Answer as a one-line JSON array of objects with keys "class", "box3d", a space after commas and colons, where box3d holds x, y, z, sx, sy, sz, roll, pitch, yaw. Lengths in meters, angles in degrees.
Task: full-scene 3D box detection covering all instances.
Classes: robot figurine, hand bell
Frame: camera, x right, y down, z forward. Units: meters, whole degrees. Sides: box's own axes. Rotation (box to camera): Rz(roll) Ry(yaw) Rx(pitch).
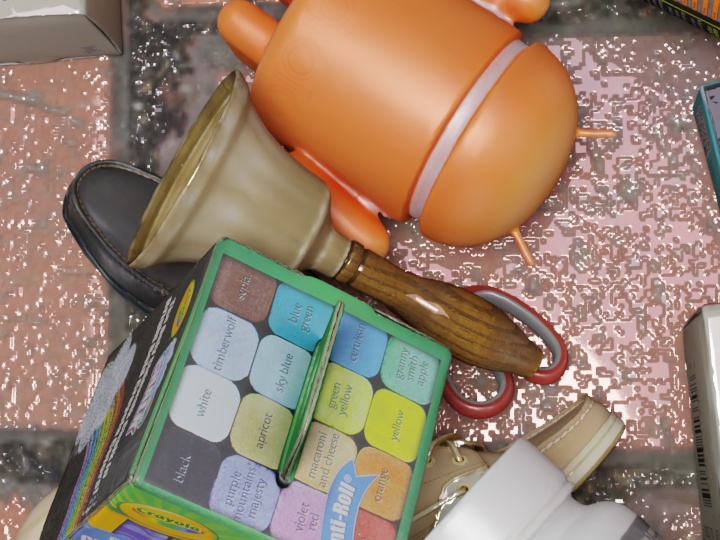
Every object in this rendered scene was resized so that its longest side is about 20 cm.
[{"class": "robot figurine", "box3d": [0.024, -0.087, 0.851, 0.199, 0.117, 0.144, 33, 49, 9]}, {"class": "hand bell", "box3d": [0.000, 0.000, 0.801, 0.199, 0.104, 0.105, 30, 87, -14]}]

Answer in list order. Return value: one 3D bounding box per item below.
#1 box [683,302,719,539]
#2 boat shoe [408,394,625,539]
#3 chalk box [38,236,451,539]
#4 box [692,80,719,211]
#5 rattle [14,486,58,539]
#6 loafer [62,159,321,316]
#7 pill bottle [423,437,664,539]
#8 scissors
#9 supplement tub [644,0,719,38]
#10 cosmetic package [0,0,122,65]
[{"class": "box", "box3d": [0.263, 0.074, 0.808, 0.199, 0.109, 0.129, -5, 82, 5]}, {"class": "boat shoe", "box3d": [0.039, 0.117, 0.845, 0.200, 0.074, 0.069, -36, 87, 2]}, {"class": "chalk box", "box3d": [-0.045, 0.079, 0.745, 0.124, 0.200, 0.125, 27, 59, -16]}, {"class": "box", "box3d": [0.277, -0.074, 0.854, 0.199, 0.049, 0.083, -14, 81, 4]}, {"class": "rattle", "box3d": [-0.113, 0.131, 0.831, 0.130, 0.143, 0.200, 38, 94, 24]}, {"class": "loafer", "box3d": [-0.069, -0.001, 0.861, 0.199, 0.072, 0.073, 33, 66, 10]}, {"class": "pill bottle", "box3d": [0.113, 0.176, 0.743, 0.200, 0.114, 0.114, 43, 89, 10]}, {"class": "scissors", "box3d": [0.020, 0.005, 0.890, 0.200, 0.014, 0.073, 39, 64, 22]}, {"class": "supplement tub", "box3d": [0.177, -0.182, 0.825, 0.199, 0.122, 0.123, 31, 87, 20]}, {"class": "cosmetic package", "box3d": [-0.188, -0.218, 0.902, 0.103, 0.087, 0.201, -5, 83, 4]}]
